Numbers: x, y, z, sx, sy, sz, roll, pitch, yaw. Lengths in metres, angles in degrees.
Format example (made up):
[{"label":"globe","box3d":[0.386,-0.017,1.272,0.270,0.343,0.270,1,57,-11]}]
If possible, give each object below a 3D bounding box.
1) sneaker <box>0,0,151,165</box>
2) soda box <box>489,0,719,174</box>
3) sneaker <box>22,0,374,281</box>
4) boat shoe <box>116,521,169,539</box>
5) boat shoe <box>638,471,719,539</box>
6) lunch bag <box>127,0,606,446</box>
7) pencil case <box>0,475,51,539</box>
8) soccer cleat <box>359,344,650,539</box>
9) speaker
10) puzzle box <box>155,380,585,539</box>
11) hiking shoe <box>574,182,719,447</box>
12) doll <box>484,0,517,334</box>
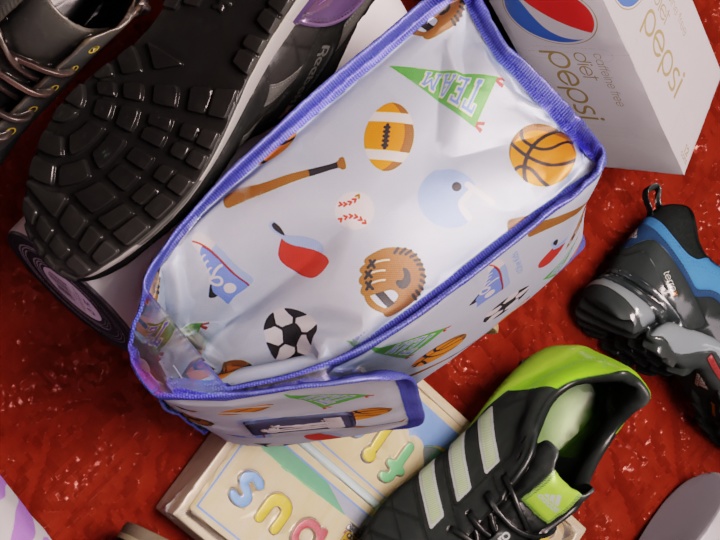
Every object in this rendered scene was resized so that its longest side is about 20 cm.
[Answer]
[{"label":"sneaker","box3d":[-0.166,-0.077,0.698,0.075,0.106,0.200,39,75,-23]},{"label":"soda box","box3d":[0.111,-0.130,0.798,0.200,0.064,0.068,52,55,-48]},{"label":"sneaker","box3d":[-0.053,-0.071,0.691,0.200,0.076,0.088,-51,153,8]},{"label":"boat shoe","box3d":[-0.051,0.198,0.786,0.200,0.072,0.068,44,72,-21]},{"label":"boat shoe","box3d":[0.156,0.203,0.899,0.066,0.070,0.200,46,65,-19]},{"label":"lunch bag","box3d":[0.000,0.000,0.715,0.200,0.170,0.124,-37,78,-4]},{"label":"pencil case","box3d":[-0.187,0.106,0.707,0.084,0.085,0.200,-44,111,-24]},{"label":"soccer cleat","box3d":[0.062,0.115,0.806,0.068,0.081,0.200,46,73,-21]},{"label":"speaker","box3d":[-0.064,-0.061,0.766,0.200,0.081,0.081,-48,111,-16]},{"label":"puzzle box","box3d":[0.010,0.125,0.841,0.200,0.025,0.133,42,74,-22]},{"label":"hiking shoe","box3d":[0.212,0.045,0.912,0.200,0.074,0.087,40,75,-22]},{"label":"doll","box3d":[0.066,-0.072,0.849,0.136,0.048,0.200,22,79,-35]}]
